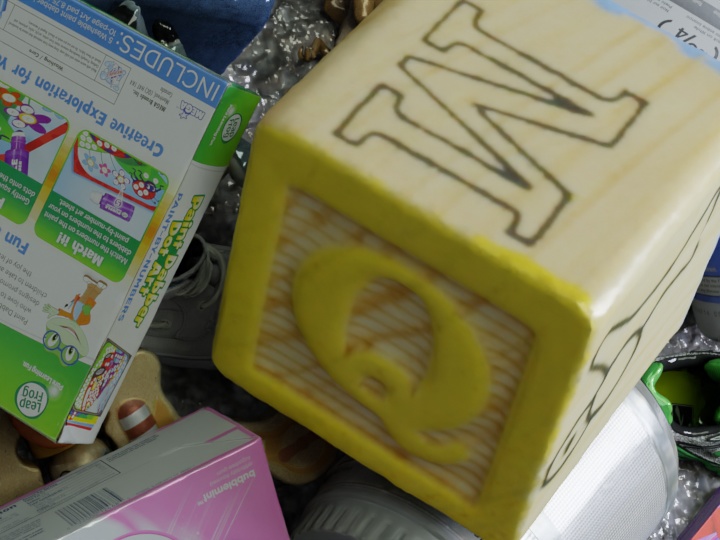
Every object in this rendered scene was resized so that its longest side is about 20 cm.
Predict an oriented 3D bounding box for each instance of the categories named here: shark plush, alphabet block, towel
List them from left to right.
[{"bbox_3d":[-0.154,-0.157,1.310,0.199,0.112,0.049,6,68,-27],"label":"towel"},{"bbox_3d":[-0.114,-0.097,1.287,0.200,0.090,0.084,37,49,-62],"label":"shark plush"},{"bbox_3d":[0.064,-0.019,1.195,0.196,0.196,0.200,30,48,16],"label":"alphabet block"}]

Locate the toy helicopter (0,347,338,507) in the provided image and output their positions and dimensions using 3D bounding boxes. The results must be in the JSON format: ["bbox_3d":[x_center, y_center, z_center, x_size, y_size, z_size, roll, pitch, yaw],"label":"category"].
[{"bbox_3d":[-0.107,0.107,1.261,0.199,0.079,0.133,-2,95,-19],"label":"toy helicopter"}]

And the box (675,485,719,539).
[{"bbox_3d":[0.216,0.234,1.375,0.137,0.039,0.200,42,79,0],"label":"box"}]

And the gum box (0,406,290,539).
[{"bbox_3d":[-0.133,0.167,1.191,0.199,0.066,0.114,-25,113,-24],"label":"gum box"}]

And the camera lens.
[{"bbox_3d":[0.071,0.134,1.306,0.160,0.160,0.200,49,57,-6],"label":"camera lens"}]

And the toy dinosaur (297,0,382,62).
[{"bbox_3d":[0.007,-0.164,1.450,0.106,0.060,0.201,41,61,-26],"label":"toy dinosaur"}]

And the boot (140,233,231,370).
[{"bbox_3d":[-0.101,0.009,1.290,0.199,0.095,0.074,-1,73,-33],"label":"boot"}]

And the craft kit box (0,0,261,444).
[{"bbox_3d":[-0.177,-0.045,1.179,0.199,0.048,0.198,30,94,22],"label":"craft kit box"}]

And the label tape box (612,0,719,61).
[{"bbox_3d":[0.140,-0.113,1.360,0.144,0.063,0.200,32,66,19],"label":"label tape box"}]

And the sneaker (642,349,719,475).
[{"bbox_3d":[0.234,0.090,1.461,0.199,0.085,0.079,-1,73,-31],"label":"sneaker"}]

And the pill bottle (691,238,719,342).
[{"bbox_3d":[0.248,-0.064,1.473,0.112,0.112,0.201,-23,106,-34],"label":"pill bottle"}]
